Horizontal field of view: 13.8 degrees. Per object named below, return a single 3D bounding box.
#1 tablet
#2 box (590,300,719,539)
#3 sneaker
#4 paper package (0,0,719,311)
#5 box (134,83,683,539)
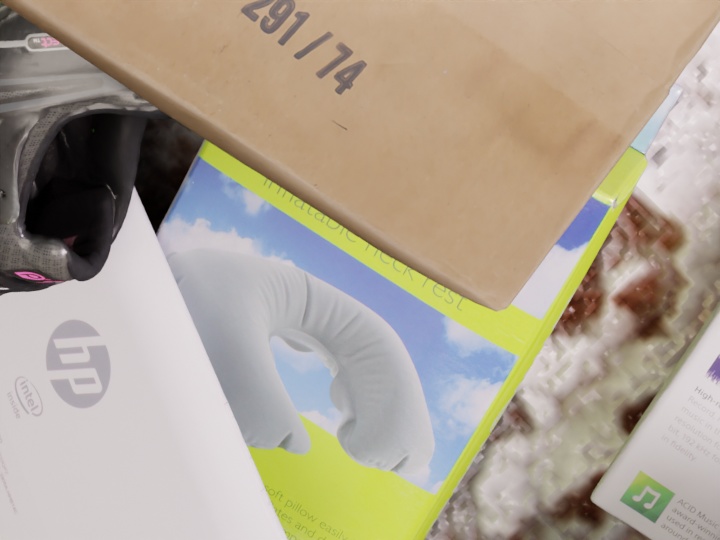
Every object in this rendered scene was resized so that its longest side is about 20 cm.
[{"bbox_3d":[-0.099,0.037,0.948,0.130,0.014,0.200,-32,77,37],"label":"tablet"},{"bbox_3d":[0.179,0.030,0.881,0.144,0.036,0.200,34,119,4],"label":"box"},{"bbox_3d":[-0.120,-0.020,0.899,0.200,0.077,0.084,-43,76,35],"label":"sneaker"},{"bbox_3d":[0.001,-0.122,0.776,0.200,0.104,0.191,31,102,-26],"label":"paper package"},{"bbox_3d":[0.000,0.000,0.926,0.122,0.048,0.200,32,119,5],"label":"box"}]
